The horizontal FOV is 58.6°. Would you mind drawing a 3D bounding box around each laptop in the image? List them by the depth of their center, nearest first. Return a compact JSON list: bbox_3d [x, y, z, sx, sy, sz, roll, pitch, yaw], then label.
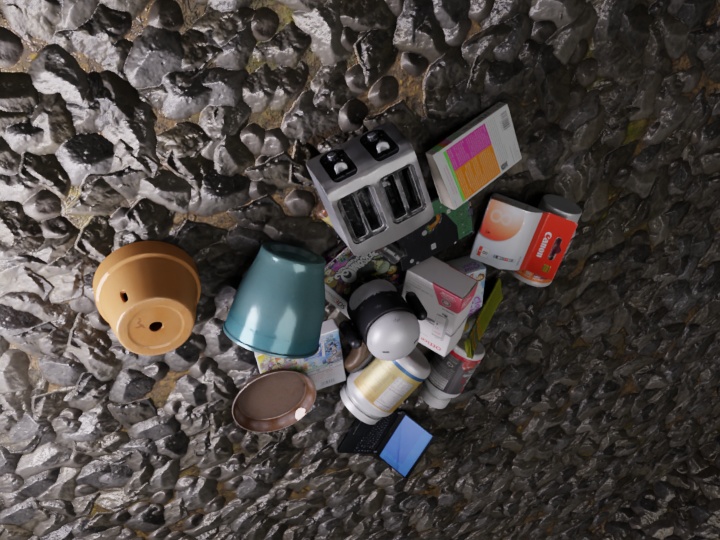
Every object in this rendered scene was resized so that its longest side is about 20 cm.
[{"bbox_3d":[0.071,0.482,1.780,0.200,0.103,0.177,12,118,-33],"label":"laptop"}]

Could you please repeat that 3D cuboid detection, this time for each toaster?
[{"bbox_3d":[0.020,-0.141,1.174,0.181,0.119,0.200,-26,126,-4],"label":"toaster"}]

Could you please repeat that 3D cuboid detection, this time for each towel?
[{"bbox_3d":[0.310,0.119,1.595,0.200,0.018,0.086,-57,152,-26],"label":"towel"}]

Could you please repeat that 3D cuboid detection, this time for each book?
[{"bbox_3d":[0.237,-0.237,1.321,0.200,0.048,0.134,-35,126,-14],"label":"book"}]

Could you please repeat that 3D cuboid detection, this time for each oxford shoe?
[{"bbox_3d":[0.003,0.151,1.521,0.084,0.073,0.200,19,103,-33],"label":"oxford shoe"}]

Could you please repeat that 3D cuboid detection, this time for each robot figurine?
[{"bbox_3d":[0.046,0.101,1.363,0.125,0.200,0.150,26,111,-41],"label":"robot figurine"}]

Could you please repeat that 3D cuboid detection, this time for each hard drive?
[{"bbox_3d":[0.154,-0.101,1.395,0.200,0.038,0.140,-27,129,-17],"label":"hard drive"}]

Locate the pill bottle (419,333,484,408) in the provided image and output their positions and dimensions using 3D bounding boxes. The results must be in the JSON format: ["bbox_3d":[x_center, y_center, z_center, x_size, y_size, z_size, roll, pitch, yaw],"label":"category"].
[{"bbox_3d":[0.234,0.264,1.688,0.111,0.111,0.200,9,120,-31],"label":"pill bottle"}]

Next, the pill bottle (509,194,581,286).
[{"bbox_3d":[0.441,-0.071,1.530,0.114,0.114,0.200,0,124,-26],"label":"pill bottle"}]

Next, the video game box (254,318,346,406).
[{"bbox_3d":[-0.141,0.219,1.515,0.200,0.047,0.182,-17,133,-13],"label":"video game box"}]

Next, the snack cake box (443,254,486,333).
[{"bbox_3d":[0.235,0.068,1.568,0.115,0.067,0.200,-15,130,-14],"label":"snack cake box"}]

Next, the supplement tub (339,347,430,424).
[{"bbox_3d":[0.059,0.267,1.582,0.145,0.145,0.200,30,109,-39],"label":"supplement tub"}]

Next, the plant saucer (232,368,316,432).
[{"bbox_3d":[-0.202,0.298,1.496,0.200,0.035,0.201,-12,130,-15],"label":"plant saucer"}]

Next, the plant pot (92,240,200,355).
[{"bbox_3d":[-0.394,0.065,1.211,0.200,0.140,0.200,-14,130,-17],"label":"plant pot"}]

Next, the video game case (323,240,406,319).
[{"bbox_3d":[0.000,0.000,1.422,0.200,0.036,0.181,-40,133,7],"label":"video game case"}]

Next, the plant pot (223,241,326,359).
[{"bbox_3d":[-0.157,0.049,1.292,0.200,0.200,0.188,8,105,-31],"label":"plant pot"}]

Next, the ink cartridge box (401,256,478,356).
[{"bbox_3d":[0.171,0.081,1.467,0.083,0.146,0.200,-43,152,-39],"label":"ink cartridge box"}]

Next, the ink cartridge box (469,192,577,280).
[{"bbox_3d":[0.367,-0.067,1.464,0.050,0.200,0.162,-47,157,-55],"label":"ink cartridge box"}]

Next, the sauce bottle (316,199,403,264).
[{"bbox_3d":[0.003,-0.084,1.307,0.200,0.066,0.066,34,107,-23],"label":"sauce bottle"}]
